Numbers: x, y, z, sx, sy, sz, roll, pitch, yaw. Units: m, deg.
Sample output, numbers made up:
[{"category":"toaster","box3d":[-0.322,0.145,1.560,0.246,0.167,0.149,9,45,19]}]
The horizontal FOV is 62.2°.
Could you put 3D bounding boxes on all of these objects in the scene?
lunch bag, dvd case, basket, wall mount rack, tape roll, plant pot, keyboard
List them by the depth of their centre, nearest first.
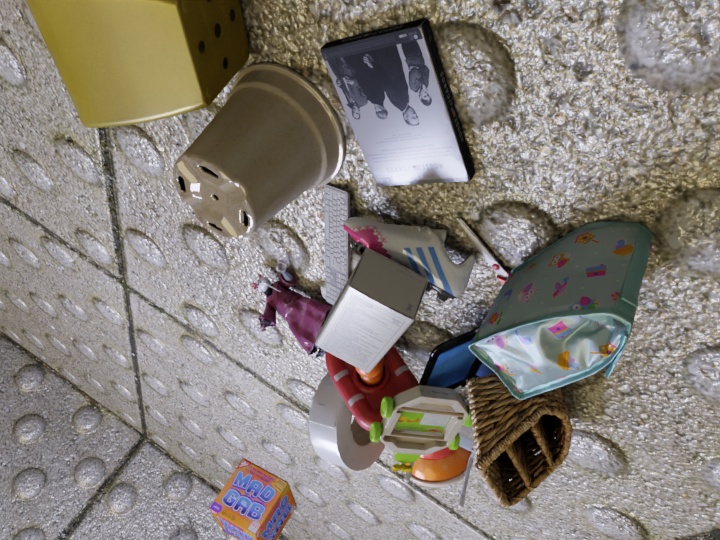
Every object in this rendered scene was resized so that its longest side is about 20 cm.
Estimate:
[{"category":"lunch bag","box3d":[0.252,0.043,0.708,0.122,0.171,0.200,45,140,-7]},{"category":"dvd case","box3d":[0.048,-0.196,0.743,0.149,0.025,0.201,4,133,38]},{"category":"plant pot","box3d":[-0.254,-0.306,0.745,0.174,0.201,0.202,11,139,15]},{"category":"plant pot","box3d":[-0.151,-0.149,0.826,0.198,0.184,0.202,23,143,19]},{"category":"basket","box3d":[0.259,0.262,0.926,0.141,0.150,0.201,-15,137,17]},{"category":"keyboard","box3d":[-0.038,-0.033,0.942,0.056,0.011,0.203,21,121,38]},{"category":"wall mount rack","box3d":[0.167,0.318,1.085,0.198,0.175,0.075,28,-173,-8]},{"category":"tape roll","box3d":[-0.013,0.285,1.180,0.070,0.203,0.204,5,134,37]}]

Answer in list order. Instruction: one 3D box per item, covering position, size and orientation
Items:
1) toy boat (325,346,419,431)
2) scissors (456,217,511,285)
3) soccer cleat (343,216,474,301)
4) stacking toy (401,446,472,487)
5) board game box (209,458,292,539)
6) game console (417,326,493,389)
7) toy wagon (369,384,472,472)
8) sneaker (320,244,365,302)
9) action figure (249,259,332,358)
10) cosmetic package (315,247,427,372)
[{"category":"toy boat","box3d":[0.017,0.174,1.048,0.201,0.129,0.131,54,167,28]},{"category":"scissors","box3d":[0.196,0.005,0.849,0.199,0.014,0.073,38,146,-3]},{"category":"soccer cleat","box3d":[0.073,-0.038,0.858,0.198,0.087,0.070,32,-173,-2]},{"category":"stacking toy","box3d":[0.140,0.302,1.166,0.145,0.146,0.203,5,115,36]},{"category":"board game box","box3d":[-0.373,0.835,2.102,0.198,0.201,0.201,18,141,23]},{"category":"game console","box3d":[0.195,0.176,0.954,0.174,0.117,0.201,28,144,13]},{"category":"toy wagon","box3d":[0.094,0.266,0.992,0.153,0.040,0.202,9,130,-13]},{"category":"sneaker","box3d":[0.000,0.000,0.974,0.199,0.075,0.082,-17,105,46]},{"category":"action figure","box3d":[-0.126,0.064,1.149,0.199,0.135,0.149,37,-170,20]},{"category":"cosmetic package","box3d":[0.010,0.065,0.877,0.103,0.074,0.200,28,144,-3]}]
